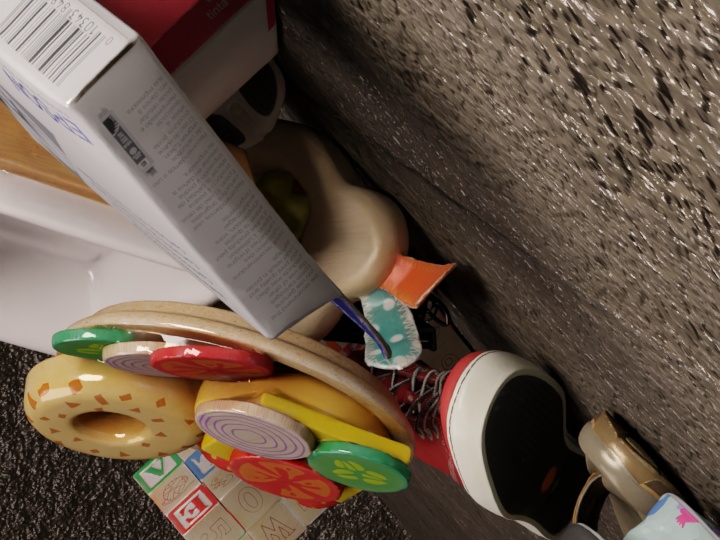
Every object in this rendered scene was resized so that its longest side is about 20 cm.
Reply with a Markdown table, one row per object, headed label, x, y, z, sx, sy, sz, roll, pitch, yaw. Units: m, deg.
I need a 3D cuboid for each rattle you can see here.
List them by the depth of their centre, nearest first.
| label | x | y | z | sx | sy | sz | roll | pitch | yaw |
| --- | --- | --- | --- | --- | --- | --- | --- | --- | --- |
| rattle | 0.000 | 0.000 | 1.300 | 0.199 | 0.131 | 0.143 | 11 | 163 | 35 |

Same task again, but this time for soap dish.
| label | x | y | z | sx | sy | sz | roll | pitch | yaw |
| --- | --- | --- | --- | --- | --- | --- | --- | --- | --- |
| soap dish | -0.152 | -0.023 | 1.247 | 0.156 | 0.082 | 0.200 | 17 | 158 | -22 |

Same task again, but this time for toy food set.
| label | x | y | z | sx | sy | sz | roll | pitch | yaw |
| --- | --- | --- | --- | --- | --- | --- | --- | --- | --- |
| toy food set | -0.068 | 0.071 | 1.249 | 0.199 | 0.049 | 0.198 | 22 | 157 | -13 |

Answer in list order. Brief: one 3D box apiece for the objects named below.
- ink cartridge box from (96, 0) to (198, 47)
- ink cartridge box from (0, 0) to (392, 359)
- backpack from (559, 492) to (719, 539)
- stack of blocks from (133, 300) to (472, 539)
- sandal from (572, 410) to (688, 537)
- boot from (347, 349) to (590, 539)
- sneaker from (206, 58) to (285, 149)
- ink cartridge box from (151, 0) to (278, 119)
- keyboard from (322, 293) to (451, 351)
| label | x | y | z | sx | sy | sz | roll | pitch | yaw |
| --- | --- | --- | --- | --- | --- | --- | --- | --- | --- |
| ink cartridge box | -0.138 | -0.195 | 0.921 | 0.200 | 0.083 | 0.145 | 52 | 172 | -38 |
| ink cartridge box | -0.095 | -0.052 | 0.966 | 0.199 | 0.041 | 0.200 | 38 | 171 | 47 |
| backpack | 0.152 | 0.213 | 1.125 | 0.178 | 0.150 | 0.200 | 45 | 168 | 37 |
| stack of blocks | -0.038 | 0.085 | 1.474 | 0.059 | 0.200 | 0.115 | 50 | 173 | -31 |
| sandal | 0.135 | 0.134 | 1.217 | 0.080 | 0.054 | 0.200 | 45 | 173 | 32 |
| boot | 0.038 | 0.071 | 1.291 | 0.144 | 0.073 | 0.200 | 28 | 169 | 22 |
| sneaker | -0.125 | -0.136 | 1.250 | 0.200 | 0.081 | 0.083 | 47 | -179 | -17 |
| ink cartridge box | -0.133 | -0.160 | 1.121 | 0.200 | 0.084 | 0.145 | 47 | 174 | 4 |
| keyboard | -0.019 | -0.006 | 1.412 | 0.103 | 0.040 | 0.200 | 5 | -163 | -30 |
